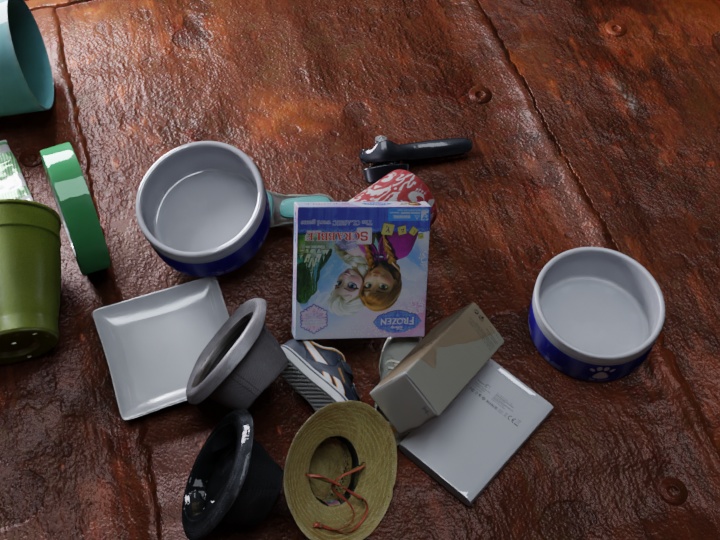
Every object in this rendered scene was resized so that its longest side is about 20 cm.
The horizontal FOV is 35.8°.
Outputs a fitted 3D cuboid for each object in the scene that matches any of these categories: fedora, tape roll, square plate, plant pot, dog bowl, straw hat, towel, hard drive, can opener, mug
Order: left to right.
[{"bbox_3d":[-0.623,-0.121,1.831,0.152,0.023,0.201,-20,59,-16],"label":"towel"},{"bbox_3d":[-0.633,-0.352,1.892,0.160,0.201,0.202,-14,56,3],"label":"plant pot"},{"bbox_3d":[-0.527,0.028,1.648,0.199,0.201,0.194,-13,69,-11],"label":"plant pot"},{"bbox_3d":[-0.438,-0.094,1.712,0.048,0.201,0.201,-18,58,-15],"label":"tape roll"},{"bbox_3d":[-0.284,0.117,1.680,0.197,0.029,0.201,-17,58,-13],"label":"square plate"},{"bbox_3d":[-0.242,-0.095,1.734,0.198,0.079,0.201,-3,65,6],"label":"dog bowl"},{"bbox_3d":[-0.162,0.284,1.498,0.091,0.200,0.202,24,53,-21],"label":"fedora"},{"bbox_3d":[-0.164,0.133,1.578,0.090,0.200,0.177,40,89,-12],"label":"fedora"},{"bbox_3d":[-0.047,0.274,1.540,0.201,0.202,0.085,-41,24,-26],"label":"straw hat"},{"bbox_3d":[0.025,-0.046,1.768,0.200,0.178,0.133,-40,29,-30],"label":"mug"},{"bbox_3d":[0.093,-0.201,1.903,0.199,0.079,0.063,-13,18,-15],"label":"can opener"},{"bbox_3d":[0.170,0.229,1.623,0.132,0.026,0.200,37,62,21],"label":"hard drive"},{"bbox_3d":[0.360,0.067,1.710,0.198,0.079,0.201,1,56,-1],"label":"dog bowl"}]

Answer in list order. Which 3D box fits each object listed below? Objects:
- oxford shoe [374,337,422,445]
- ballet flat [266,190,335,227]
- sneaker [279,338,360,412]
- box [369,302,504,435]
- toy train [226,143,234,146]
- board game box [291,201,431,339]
[{"bbox_3d":[0.059,0.163,1.646,0.075,0.058,0.201,9,55,6],"label":"oxford shoe"},{"bbox_3d":[-0.133,-0.093,1.810,0.198,0.064,0.068,4,71,7],"label":"ballet flat"},{"bbox_3d":[-0.038,0.170,1.624,0.079,0.079,0.200,-31,69,-36],"label":"sneaker"},{"bbox_3d":[0.112,0.139,1.599,0.078,0.095,0.200,52,44,-3],"label":"box"},{"bbox_3d":[-0.233,-0.129,1.844,0.056,0.042,0.201,16,56,-3],"label":"toy train"},{"bbox_3d":[0.000,0.000,1.638,0.198,0.201,0.041,-1,15,-10],"label":"board game box"}]
